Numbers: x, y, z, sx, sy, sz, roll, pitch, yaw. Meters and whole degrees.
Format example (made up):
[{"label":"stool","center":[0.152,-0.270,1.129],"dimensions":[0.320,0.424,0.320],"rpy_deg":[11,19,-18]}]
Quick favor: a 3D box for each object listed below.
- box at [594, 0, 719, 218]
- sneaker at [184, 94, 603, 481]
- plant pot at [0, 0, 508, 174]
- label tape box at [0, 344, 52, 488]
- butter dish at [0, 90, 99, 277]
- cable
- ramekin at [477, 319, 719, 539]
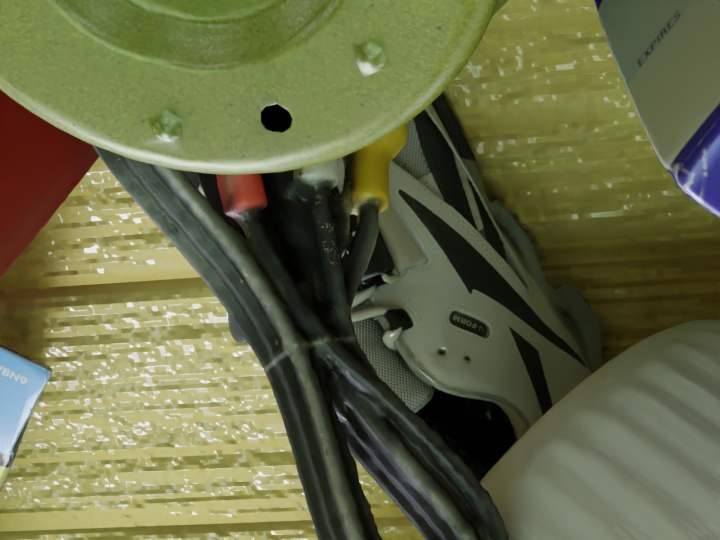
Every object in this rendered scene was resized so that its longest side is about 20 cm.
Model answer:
[{"label":"box","center":[0.187,-0.057,0.582],"dimensions":[0.200,0.105,0.184],"rpy_deg":[31,114,-20]},{"label":"sneaker","center":[0.000,0.000,0.746],"dimensions":[0.074,0.089,0.200],"rpy_deg":[-32,112,34]},{"label":"plant pot","center":[-0.016,-0.125,0.585],"dimensions":[0.199,0.193,0.201],"rpy_deg":[7,128,9]},{"label":"label tape box","center":[-0.183,0.047,0.842],"dimensions":[0.144,0.063,0.200],"rpy_deg":[27,128,-6]},{"label":"butter dish","center":[-0.185,-0.029,0.687],"dimensions":[0.200,0.200,0.148],"rpy_deg":[33,131,0]},{"label":"cable","center":[-0.012,0.001,0.663],"dimensions":[0.097,0.201,0.050],"rpy_deg":[5,146,-39]},{"label":"ramekin","center":[0.091,0.107,0.737],"dimensions":[0.105,0.200,0.201],"rpy_deg":[41,134,25]}]
